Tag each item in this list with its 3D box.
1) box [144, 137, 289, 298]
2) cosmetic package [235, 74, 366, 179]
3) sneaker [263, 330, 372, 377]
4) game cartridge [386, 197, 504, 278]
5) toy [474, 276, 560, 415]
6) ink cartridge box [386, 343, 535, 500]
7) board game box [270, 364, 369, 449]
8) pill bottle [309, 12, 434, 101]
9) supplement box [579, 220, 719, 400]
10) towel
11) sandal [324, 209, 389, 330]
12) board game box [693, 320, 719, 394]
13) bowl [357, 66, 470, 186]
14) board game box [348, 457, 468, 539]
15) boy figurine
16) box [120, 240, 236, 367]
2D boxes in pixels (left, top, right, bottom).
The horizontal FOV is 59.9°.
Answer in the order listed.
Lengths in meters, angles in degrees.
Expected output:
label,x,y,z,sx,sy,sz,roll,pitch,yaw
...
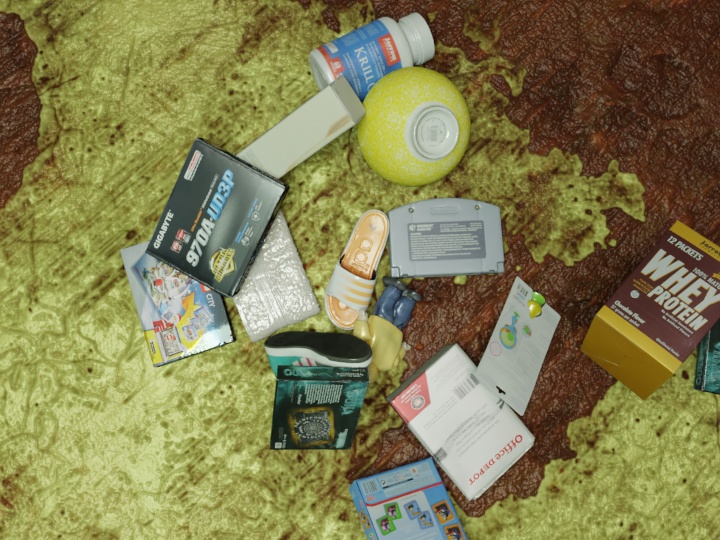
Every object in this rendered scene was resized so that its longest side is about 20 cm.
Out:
label,x,y,z,sx,sy,sz,roll,pitch,yaw
box,-0.224,-0.081,0.982,0.158,0.046,0.201,29,101,-1
cosmetic package,-0.095,-0.219,1.001,0.199,0.105,0.071,-30,106,24
sneaker,-0.060,0.168,0.984,0.198,0.083,0.122,2,113,35
game cartridge,0.146,-0.057,1.081,0.197,0.042,0.135,-2,79,-4
toy,0.255,0.124,1.043,0.115,0.047,0.201,40,64,-16
ink cartridge box,0.160,0.243,1.021,0.146,0.083,0.201,-39,87,-8
board game box,-0.067,0.215,0.957,0.133,0.201,0.028,3,46,-10
pill bottle,0.021,-0.361,1.069,0.198,0.112,0.113,-28,86,-7
supplement box,0.476,0.070,0.992,0.133,0.198,0.200,40,80,24
towel,-0.160,0.004,1.051,0.131,0.034,0.202,-23,86,-6
sandal,-0.008,-0.003,1.039,0.078,0.059,0.209,18,92,1
board game box,0.663,0.120,1.092,0.134,0.028,0.203,11,84,-3
bowl,0.103,-0.229,1.024,0.198,0.108,0.203,-5,108,-16
board game box,0.086,0.402,0.952,0.150,0.037,0.201,-5,54,-31
boy figurine,0.032,0.116,1.031,0.124,0.064,0.202,31,81,-34
box,-0.300,0.042,1.034,0.135,0.038,0.202,-17,85,-7
